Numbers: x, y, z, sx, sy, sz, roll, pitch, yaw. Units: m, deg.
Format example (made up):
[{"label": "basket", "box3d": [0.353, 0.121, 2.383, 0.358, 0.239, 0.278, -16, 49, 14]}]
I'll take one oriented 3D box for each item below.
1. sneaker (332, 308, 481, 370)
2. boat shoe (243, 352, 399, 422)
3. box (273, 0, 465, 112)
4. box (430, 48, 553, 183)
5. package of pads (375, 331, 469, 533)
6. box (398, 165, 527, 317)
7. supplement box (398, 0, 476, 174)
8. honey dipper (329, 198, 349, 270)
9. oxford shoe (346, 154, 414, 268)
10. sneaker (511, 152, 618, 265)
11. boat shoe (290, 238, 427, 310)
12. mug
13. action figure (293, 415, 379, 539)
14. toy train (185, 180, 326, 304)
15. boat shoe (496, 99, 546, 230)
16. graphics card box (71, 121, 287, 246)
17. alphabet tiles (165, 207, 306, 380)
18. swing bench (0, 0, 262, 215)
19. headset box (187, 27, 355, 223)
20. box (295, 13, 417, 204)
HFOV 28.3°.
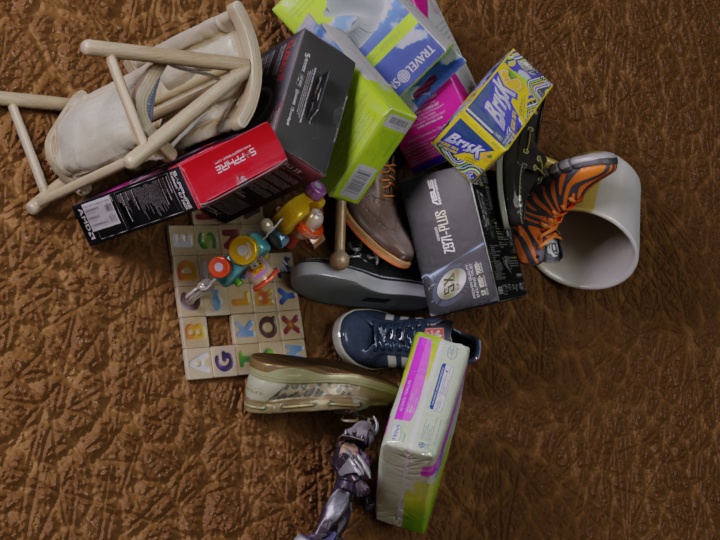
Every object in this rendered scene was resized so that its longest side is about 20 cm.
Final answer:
[{"label": "sneaker", "box3d": [0.060, 0.081, 1.678, 0.200, 0.084, 0.075, 9, 73, -40]}, {"label": "boat shoe", "box3d": [-0.044, 0.134, 1.587, 0.200, 0.073, 0.063, 11, 95, -35]}, {"label": "box", "box3d": [0.010, -0.272, 1.653, 0.200, 0.122, 0.048, 46, 23, -3]}, {"label": "box", "box3d": [0.153, -0.180, 1.644, 0.070, 0.064, 0.200, 42, 36, -3]}, {"label": "package of pads", "box3d": [0.067, 0.179, 1.591, 0.068, 0.200, 0.155, 14, 56, 7]}, {"label": "box", "box3d": [0.125, -0.035, 1.707, 0.200, 0.086, 0.164, -6, 83, -74]}, {"label": "supplement box", "box3d": [0.073, -0.234, 1.737, 0.200, 0.103, 0.101, 64, 21, -10]}, {"label": "honey dipper", "box3d": [-0.023, -0.098, 1.602, 0.038, 0.038, 0.201, 16, 70, -39]}, {"label": "oxford shoe", "box3d": [0.013, -0.095, 1.642, 0.200, 0.073, 0.071, 58, 26, 13]}, {"label": "sneaker", "box3d": [0.249, -0.070, 1.793, 0.077, 0.200, 0.112, -5, 74, -50]}, {"label": "boat shoe", "box3d": [0.002, -0.001, 1.654, 0.199, 0.074, 0.068, 7, 66, -34]}, {"label": "mug", "box3d": [0.300, -0.092, 1.906, 0.187, 0.149, 0.153, 50, 43, -30]}, {"label": "action figure", "box3d": [-0.019, 0.252, 1.558, 0.130, 0.069, 0.201, 65, 43, -67]}, {"label": "toy train", "box3d": [-0.089, -0.021, 1.521, 0.056, 0.150, 0.200, 47, 56, 5]}, {"label": "boat shoe", "box3d": [0.197, -0.139, 1.745, 0.072, 0.060, 0.202, 76, 15, -56]}, {"label": "graphics card box", "box3d": [-0.182, -0.085, 1.421, 0.125, 0.200, 0.051, -33, 102, -41]}, {"label": "alphabet tiles", "box3d": [-0.135, 0.015, 1.570, 0.167, 0.008, 0.201, -3, 82, -42]}, {"label": "swing bench", "box3d": [-0.221, -0.160, 1.405, 0.200, 0.199, 0.130, -24, 96, -42]}, {"label": "headset box", "box3d": [-0.095, -0.153, 1.511, 0.077, 0.200, 0.149, 31, 58, -29]}, {"label": "box", "box3d": [-0.030, -0.180, 1.572, 0.048, 0.122, 0.200, 15, 29, -42]}]
